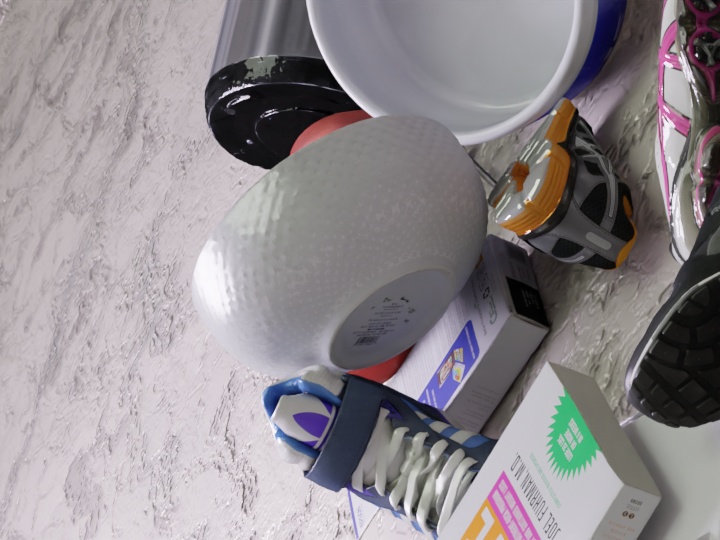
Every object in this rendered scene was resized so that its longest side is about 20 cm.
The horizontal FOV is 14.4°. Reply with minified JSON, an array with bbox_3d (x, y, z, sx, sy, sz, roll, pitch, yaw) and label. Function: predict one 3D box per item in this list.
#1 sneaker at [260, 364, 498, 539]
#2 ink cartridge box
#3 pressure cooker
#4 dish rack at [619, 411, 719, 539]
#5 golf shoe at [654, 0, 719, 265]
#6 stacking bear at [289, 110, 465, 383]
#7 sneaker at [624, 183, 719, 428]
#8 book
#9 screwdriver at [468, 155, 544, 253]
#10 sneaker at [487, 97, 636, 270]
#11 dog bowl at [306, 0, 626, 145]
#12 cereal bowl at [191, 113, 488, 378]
[{"bbox_3d":[0.017,0.117,1.706,0.200,0.146,0.081,36,106,58],"label":"sneaker"},{"bbox_3d":[0.052,0.080,1.852,0.200,0.037,0.095,-55,24,25],"label":"ink cartridge box"},{"bbox_3d":[-0.018,-0.181,2.097,0.176,0.178,0.200,-40,34,57],"label":"pressure cooker"},{"bbox_3d":[0.158,0.135,1.513,0.200,0.044,0.172,-40,35,54],"label":"dish rack"},{"bbox_3d":[0.190,-0.097,1.577,0.092,0.073,0.200,159,114,-66],"label":"golf shoe"},{"bbox_3d":[0.003,-0.005,1.955,0.121,0.114,0.200,-51,27,39],"label":"stacking bear"},{"bbox_3d":[0.205,-0.006,1.472,0.200,0.076,0.088,-49,23,0],"label":"sneaker"},{"bbox_3d":[0.087,0.167,1.548,0.200,0.048,0.134,-61,23,18],"label":"book"},{"bbox_3d":[0.097,-0.045,1.885,0.200,0.028,0.029,-137,42,-71],"label":"screwdriver"},{"bbox_3d":[0.128,-0.046,1.744,0.078,0.077,0.200,-56,5,17],"label":"sneaker"},{"bbox_3d":[0.069,-0.185,1.844,0.200,0.200,0.079,-57,-16,28],"label":"dog bowl"},{"bbox_3d":[0.000,0.000,1.772,0.083,0.200,0.200,53,126,27],"label":"cereal bowl"}]
